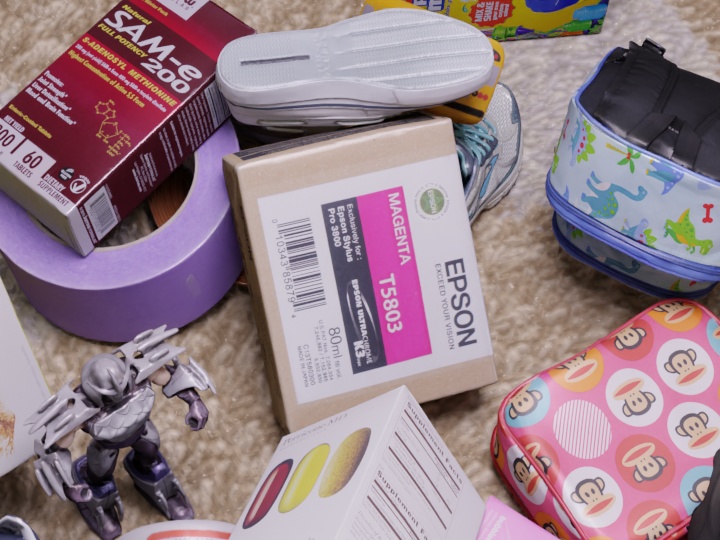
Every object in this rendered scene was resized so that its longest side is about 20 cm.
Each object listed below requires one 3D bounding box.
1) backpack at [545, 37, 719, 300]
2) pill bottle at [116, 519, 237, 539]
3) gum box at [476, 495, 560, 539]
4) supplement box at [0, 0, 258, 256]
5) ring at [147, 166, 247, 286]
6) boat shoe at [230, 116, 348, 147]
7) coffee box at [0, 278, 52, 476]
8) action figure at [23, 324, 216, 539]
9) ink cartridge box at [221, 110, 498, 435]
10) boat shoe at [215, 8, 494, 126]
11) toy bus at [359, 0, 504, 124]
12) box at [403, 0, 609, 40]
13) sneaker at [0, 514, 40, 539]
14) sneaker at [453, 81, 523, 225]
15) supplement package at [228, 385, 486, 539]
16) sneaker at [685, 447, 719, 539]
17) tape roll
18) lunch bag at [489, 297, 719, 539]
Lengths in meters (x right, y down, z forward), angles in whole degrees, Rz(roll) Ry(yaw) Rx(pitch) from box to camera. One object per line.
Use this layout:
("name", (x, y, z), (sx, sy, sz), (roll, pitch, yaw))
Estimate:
("backpack", (0.231, -0.066, 1.185), (0.181, 0.148, 0.200), (26, 27, 13))
("pill bottle", (-0.109, 0.272, 0.995), (0.111, 0.113, 0.202), (-1, 58, -4))
("gum box", (0.079, 0.266, 1.036), (0.113, 0.066, 0.200), (30, 61, 17))
("supplement box", (-0.174, -0.120, 1.150), (0.108, 0.061, 0.200), (35, 69, 22))
("ring", (-0.074, -0.069, 1.269), (0.197, 0.019, 0.203), (1, 58, -2))
("boat shoe", (-0.097, -0.146, 1.264), (0.198, 0.069, 0.075), (23, 59, 12))
("coffee box", (-0.344, 0.041, 1.038), (0.197, 0.201, 0.200), (-31, 38, -21))
("action figure", (-0.156, 0.111, 1.040), (0.129, 0.201, 0.070), (-25, 62, -17))
("ink cartridge box", (0.000, 0.000, 1.132), (0.163, 0.075, 0.203), (-14, 101, -11))
("boat shoe", (-0.003, -0.141, 1.128), (0.197, 0.067, 0.074), (1, 65, 3))
("toy bus", (0.039, -0.168, 1.241), (0.064, 0.079, 0.200), (14, 13, -24))
("box", (0.118, -0.304, 1.322), (0.190, 0.201, 0.123), (-6, 58, -6))
("sneaker", (-0.273, 0.183, 1.041), (0.199, 0.109, 0.070), (34, 61, 17))
("sneaker", (0.082, -0.083, 1.246), (0.077, 0.087, 0.201), (23, 59, 10))
("supplement package", (-0.011, 0.185, 0.992), (0.113, 0.110, 0.200), (-25, 19, 28))
("sneaker", (0.245, 0.207, 1.033), (0.075, 0.202, 0.091), (7, 22, -14))
("tape roll", (-0.183, -0.053, 1.196), (0.197, 0.085, 0.202), (-3, 60, 5))
("lunch bag", (0.210, 0.131, 1.122), (0.198, 0.082, 0.177), (-26, 63, -19))
